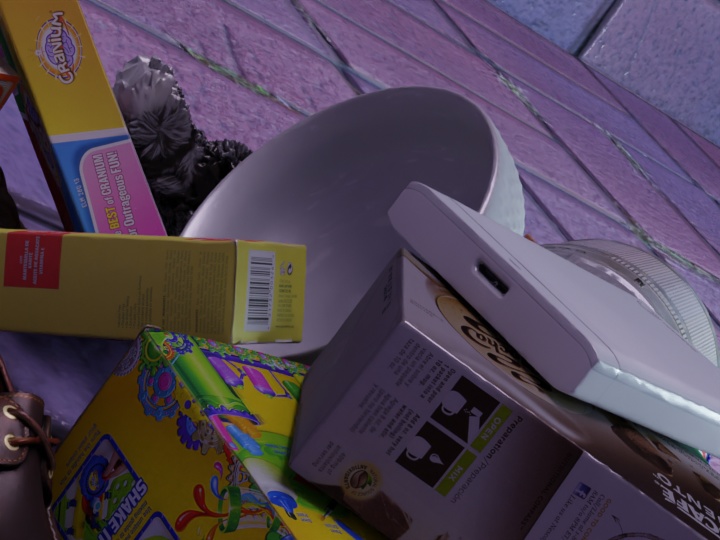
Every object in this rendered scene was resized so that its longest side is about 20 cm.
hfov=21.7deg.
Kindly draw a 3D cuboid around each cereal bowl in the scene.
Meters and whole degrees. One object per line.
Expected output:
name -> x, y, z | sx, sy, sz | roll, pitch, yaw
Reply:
cereal bowl -> 0.000, 0.000, 0.978 | 0.083, 0.200, 0.200 | 57, 3, -34

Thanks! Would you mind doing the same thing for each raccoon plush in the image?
raccoon plush -> -0.098, -0.058, 1.103 | 0.134, 0.096, 0.201 | 36, -34, 55

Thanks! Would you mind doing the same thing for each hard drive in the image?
hard drive -> 0.111, 0.031, 0.856 | 0.200, 0.027, 0.132 | 25, 16, -50

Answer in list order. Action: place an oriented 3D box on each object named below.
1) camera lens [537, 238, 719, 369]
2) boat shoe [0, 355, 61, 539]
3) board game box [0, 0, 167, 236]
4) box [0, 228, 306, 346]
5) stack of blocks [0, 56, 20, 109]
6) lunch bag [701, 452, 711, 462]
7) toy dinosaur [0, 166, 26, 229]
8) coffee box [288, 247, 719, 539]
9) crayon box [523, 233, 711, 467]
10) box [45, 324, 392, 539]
camera lens -> 0.125, 0.063, 1.116 | 0.160, 0.160, 0.200 | 40, 13, 12
boat shoe -> -0.162, 0.072, 0.777 | 0.200, 0.070, 0.070 | 52, 0, 36
board game box -> -0.161, -0.090, 1.027 | 0.153, 0.040, 0.201 | 162, -93, -79
box -> -0.130, 0.006, 0.893 | 0.199, 0.050, 0.075 | 4, 1, 26
stack of blocks -> -0.272, -0.078, 0.905 | 0.059, 0.115, 0.200 | 43, 18, 24
lunch bag -> 0.149, 0.095, 1.302 | 0.200, 0.124, 0.170 | 32, 12, 10
toy dinosaur -> -0.220, -0.047, 1.072 | 0.101, 0.058, 0.200 | 40, 15, -54
coffee box -> 0.074, 0.090, 0.783 | 0.200, 0.080, 0.113 | 36, 13, -7
crayon box -> 0.089, 0.089, 0.972 | 0.200, 0.127, 0.051 | 54, 16, 26
box -> -0.013, 0.145, 0.811 | 0.200, 0.122, 0.193 | 19, 23, -48
